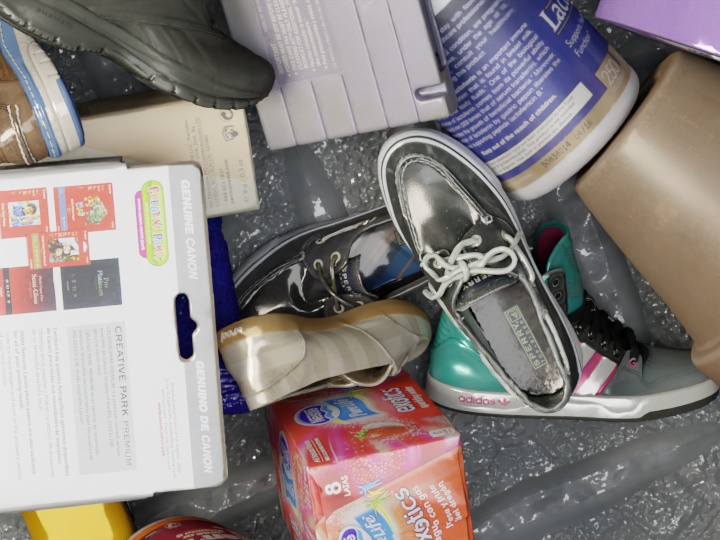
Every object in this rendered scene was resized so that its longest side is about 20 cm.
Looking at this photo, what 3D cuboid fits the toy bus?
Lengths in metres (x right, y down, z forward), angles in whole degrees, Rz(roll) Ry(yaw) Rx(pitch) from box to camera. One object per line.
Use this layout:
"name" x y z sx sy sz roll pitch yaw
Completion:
"toy bus" -0.164 0.204 1.630 0.065 0.078 0.201 -22 102 -5

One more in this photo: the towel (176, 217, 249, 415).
"towel" -0.172 0.037 1.585 0.199 0.050 0.149 -10 67 -9

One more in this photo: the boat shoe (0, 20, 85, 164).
"boat shoe" -0.226 -0.115 1.505 0.072 0.200 0.073 -22 114 -12

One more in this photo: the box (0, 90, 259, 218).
"box" -0.170 -0.064 1.579 0.199 0.095 0.078 -10 101 -9

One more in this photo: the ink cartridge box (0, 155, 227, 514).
"ink cartridge box" -0.174 0.036 1.497 0.174 0.084 0.202 -4 96 -7

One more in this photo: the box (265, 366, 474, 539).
"box" 0.004 0.132 1.584 0.099 0.200 0.096 -11 102 -7

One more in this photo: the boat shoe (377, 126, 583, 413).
"boat shoe" 0.072 0.002 1.568 0.073 0.068 0.200 -26 96 12

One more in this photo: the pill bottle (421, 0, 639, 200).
"pill bottle" 0.073 -0.150 1.592 0.116 0.116 0.200 -45 103 0

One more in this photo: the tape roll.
"tape roll" 0.251 -0.157 1.577 0.199 0.200 0.066 17 96 -12

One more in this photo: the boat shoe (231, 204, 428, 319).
"boat shoe" 0.000 0.000 1.630 0.199 0.066 0.070 -21 101 -5

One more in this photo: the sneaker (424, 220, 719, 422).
"sneaker" 0.144 0.030 1.654 0.198 0.084 0.122 1 109 -8

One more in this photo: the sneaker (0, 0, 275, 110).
"sneaker" -0.125 -0.156 1.473 0.199 0.076 0.091 23 94 -37

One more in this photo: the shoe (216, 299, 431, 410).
"shoe" -0.018 0.057 1.588 0.070 0.199 0.054 -31 73 33

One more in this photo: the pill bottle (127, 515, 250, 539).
"pill bottle" -0.082 0.216 1.510 0.109 0.200 0.110 -2 95 -22

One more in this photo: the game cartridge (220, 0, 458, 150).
"game cartridge" -0.026 -0.180 1.525 0.129 0.038 0.201 -8 108 25

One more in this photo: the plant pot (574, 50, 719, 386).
"plant pot" 0.237 -0.046 1.604 0.174 0.200 0.201 38 92 -3
